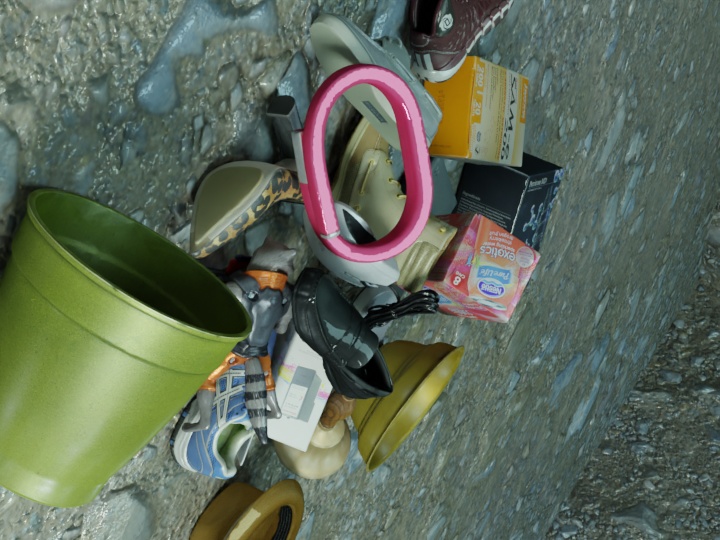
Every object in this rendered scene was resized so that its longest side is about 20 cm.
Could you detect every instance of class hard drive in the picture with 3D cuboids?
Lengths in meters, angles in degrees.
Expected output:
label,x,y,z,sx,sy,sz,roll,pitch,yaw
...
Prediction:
label,x,y,z,sx,sy,sz,roll,pitch,yaw
hard drive,0.059,-0.048,1.440,0.202,0.033,0.140,-58,154,-16

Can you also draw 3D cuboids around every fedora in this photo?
label,x,y,z,sx,sy,sz,roll,pitch,yaw
fedora,-0.150,0.327,1.302,0.200,0.081,0.202,-44,151,-31

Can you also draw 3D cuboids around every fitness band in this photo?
label,x,y,z,sx,sy,sz,roll,pitch,yaw
fitness band,0.006,-0.106,1.080,0.142,0.037,0.203,-21,112,-26

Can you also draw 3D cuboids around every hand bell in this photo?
label,x,y,z,sx,sy,sz,roll,pitch,yaw
hand bell,-0.036,0.174,1.275,0.104,0.104,0.200,-51,177,-28

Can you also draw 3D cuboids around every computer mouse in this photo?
label,x,y,z,sx,sy,sz,roll,pitch,yaw
computer mouse,0.000,0.000,1.166,0.200,0.108,0.044,46,50,-36

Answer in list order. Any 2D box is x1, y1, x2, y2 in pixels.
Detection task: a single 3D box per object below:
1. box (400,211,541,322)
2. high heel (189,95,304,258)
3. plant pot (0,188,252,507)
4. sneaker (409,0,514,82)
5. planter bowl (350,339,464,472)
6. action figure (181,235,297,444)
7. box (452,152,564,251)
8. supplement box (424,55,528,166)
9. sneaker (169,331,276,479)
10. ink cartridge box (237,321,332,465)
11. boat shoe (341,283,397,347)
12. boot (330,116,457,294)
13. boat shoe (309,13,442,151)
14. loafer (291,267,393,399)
label,x,y,z,sx,sy,sz,roll,pitch,yaw
box,0.122,-0.005,1.325,0.096,0.102,0.200,-61,-163,-9
high heel,-0.099,-0.058,1.078,0.201,0.070,0.143,-59,152,-28
plant pot,-0.220,0.072,0.848,0.194,0.200,0.200,-56,156,9
sneaker,0.122,-0.330,1.273,0.202,0.075,0.116,-58,151,-15
planter bowl,0.041,0.152,1.366,0.201,0.083,0.201,-48,165,-18
action figure,-0.089,0.064,1.082,0.197,0.104,0.197,2,104,-34
box,0.212,-0.074,1.631,0.148,0.106,0.203,-17,126,-57
supplement box,0.153,-0.206,1.406,0.199,0.072,0.128,-5,100,-62
sneaker,-0.130,0.133,1.167,0.075,0.076,0.203,26,86,-52
ink cartridge box,-0.076,0.128,1.227,0.203,0.066,0.117,-66,-167,2
boat shoe,-0.005,0.053,1.351,0.074,0.087,0.203,-29,156,-17
boot,0.046,-0.087,1.226,0.203,0.154,0.073,-66,169,5
boat shoe,0.021,-0.209,1.136,0.201,0.070,0.072,47,68,-37
loafer,-0.015,0.067,1.092,0.069,0.069,0.202,-65,150,-29
